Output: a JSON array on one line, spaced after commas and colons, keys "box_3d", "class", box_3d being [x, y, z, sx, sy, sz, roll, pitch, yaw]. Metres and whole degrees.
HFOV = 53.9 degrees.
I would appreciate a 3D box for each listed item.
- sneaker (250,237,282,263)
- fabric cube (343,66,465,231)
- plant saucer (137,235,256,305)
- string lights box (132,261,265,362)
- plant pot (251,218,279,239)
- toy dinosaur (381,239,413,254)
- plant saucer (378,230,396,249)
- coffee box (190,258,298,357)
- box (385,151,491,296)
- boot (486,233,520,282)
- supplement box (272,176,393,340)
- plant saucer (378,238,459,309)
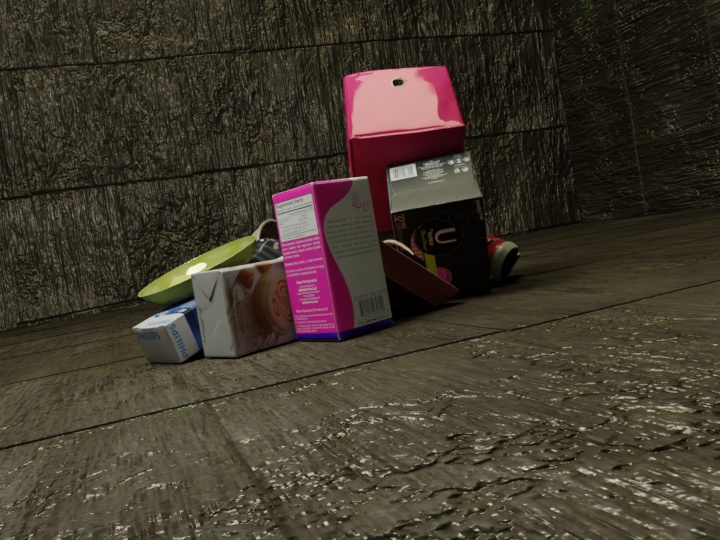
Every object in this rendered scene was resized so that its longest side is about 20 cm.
[{"box_3d": [-0.171, -0.010, 1.210, 0.197, 0.083, 0.072, -17, -38, -36], "class": "sneaker"}, {"box_3d": [0.073, -0.214, 1.243, 0.192, 0.203, 0.201, -5, 42, 0], "class": "fabric cube"}, {"box_3d": [-0.243, 0.004, 1.085, 0.197, 0.032, 0.200, -24, 13, 6], "class": "plant saucer"}, {"box_3d": [-0.219, 0.058, 1.034, 0.102, 0.060, 0.199, -7, 21, 47], "class": "string lights box"}, {"box_3d": [-0.248, 0.008, 1.659, 0.181, 0.204, 0.200, -21, -2, 25], "class": "plant pot"}, {"box_3d": [0.028, -0.031, 1.108, 0.104, 0.061, 0.200, 16, -18, 2], "class": "toy dinosaur"}, {"box_3d": [0.102, -0.018, 1.327, 0.196, 0.033, 0.202, 1, -39, 0], "class": "plant saucer"}, {"box_3d": [-0.127, 0.043, 0.996, 0.079, 0.117, 0.198, -6, 5, 44], "class": "coffee box"}, {"box_3d": [0.129, -0.066, 1.163, 0.145, 0.202, 0.126, -10, 42, 6], "class": "box"}, {"box_3d": [0.223, -0.046, 1.330, 0.143, 0.073, 0.200, 33, 7, 12], "class": "boot"}, {"box_3d": [-0.038, -0.015, 0.959, 0.100, 0.204, 0.102, -11, 3, -40], "class": "supplement box"}, {"box_3d": [0.018, 0.015, 1.097, 0.198, 0.037, 0.198, 29, -22, -36], "class": "plant saucer"}]
